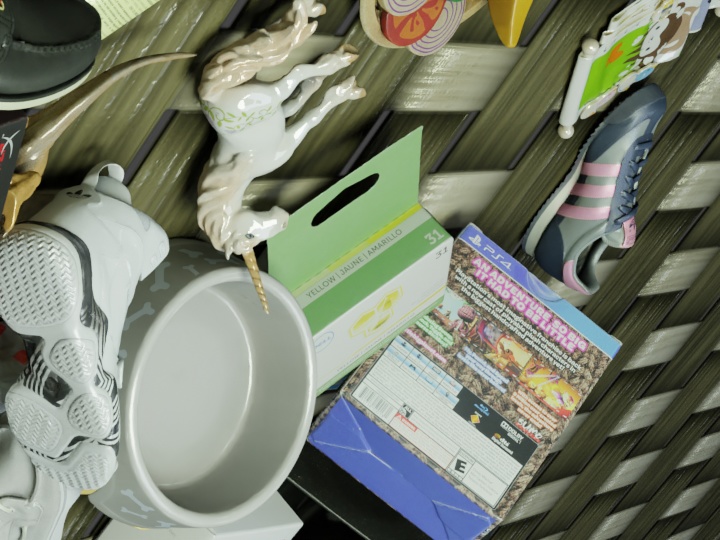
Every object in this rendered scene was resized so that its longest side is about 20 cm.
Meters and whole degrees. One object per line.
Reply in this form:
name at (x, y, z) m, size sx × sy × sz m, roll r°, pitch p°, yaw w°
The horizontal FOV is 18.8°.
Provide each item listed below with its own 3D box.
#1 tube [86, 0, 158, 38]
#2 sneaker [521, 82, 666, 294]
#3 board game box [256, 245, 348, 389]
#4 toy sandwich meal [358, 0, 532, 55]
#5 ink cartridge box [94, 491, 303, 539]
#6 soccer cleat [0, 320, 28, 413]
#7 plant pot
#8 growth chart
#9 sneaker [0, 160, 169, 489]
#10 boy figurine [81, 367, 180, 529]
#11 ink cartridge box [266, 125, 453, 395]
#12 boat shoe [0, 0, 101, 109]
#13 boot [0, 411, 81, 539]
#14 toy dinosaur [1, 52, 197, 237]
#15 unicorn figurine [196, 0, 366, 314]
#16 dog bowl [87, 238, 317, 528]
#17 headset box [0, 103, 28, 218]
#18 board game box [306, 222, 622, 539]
tube at (-0.143, -0.149, 1.150) m, size 0.200 × 0.052 × 0.058 m, roll -36°, pitch 114°, yaw 1°
sneaker at (0.221, -0.067, 1.876) m, size 0.070 × 0.082 × 0.200 m, roll -17°, pitch 145°, yaw -48°
board game box at (-0.041, 0.036, 1.670) m, size 0.135 × 0.034 × 0.200 m, roll -53°, pitch 157°, yaw 19°
toy sandwich meal at (0.086, -0.210, 1.401) m, size 0.205 × 0.070 × 0.205 m, roll -37°, pitch 157°, yaw -18°
ink cartridge box at (-0.161, 0.252, 1.780) m, size 0.200 × 0.084 × 0.145 m, roll -52°, pitch 157°, yaw 17°
soccer cleat at (-0.261, 0.070, 1.308) m, size 0.078 × 0.069 × 0.200 m, roll -48°, pitch 161°, yaw 18°
plant pot at (0.025, 0.219, 1.930) m, size 0.177 × 0.200 × 0.200 m, roll -45°, pitch 162°, yaw -35°
growth chart at (0.238, -0.194, 1.770) m, size 0.200 × 0.018 × 0.145 m, roll -37°, pitch 158°, yaw -15°
sneaker at (-0.162, 0.033, 1.322) m, size 0.115 × 0.075 × 0.200 m, roll -55°, pitch 149°, yaw -46°
boy figurine at (-0.171, 0.124, 1.564) m, size 0.124 × 0.064 × 0.200 m, roll -36°, pitch 154°, yaw -26°
ink cartridge box at (0.000, 0.000, 1.570) m, size 0.145 × 0.048 × 0.200 m, roll -36°, pitch 159°, yaw -20°
boat shoe at (-0.198, -0.124, 1.039) m, size 0.201 × 0.074 × 0.063 m, roll 2°, pitch 136°, yaw -47°
boot at (-0.249, 0.167, 1.484) m, size 0.096 × 0.074 × 0.200 m, roll -39°, pitch 160°, yaw -32°
toy dinosaur at (-0.188, -0.070, 1.214) m, size 0.200 × 0.060 × 0.106 m, roll -40°, pitch -171°, yaw 9°
unicorn figurine at (-0.059, -0.090, 1.381) m, size 0.137 × 0.074 × 0.200 m, roll -40°, pitch 142°, yaw -10°
dog bowl at (-0.108, 0.081, 1.461) m, size 0.200 × 0.059 × 0.201 m, roll -12°, pitch 107°, yaw -45°
headset box at (-0.279, -0.024, 1.080) m, size 0.200 × 0.077 × 0.149 m, roll -23°, pitch 152°, yaw -37°
board game box at (0.082, 0.095, 1.734) m, size 0.200 × 0.159 × 0.097 m, roll -51°, pitch 179°, yaw -32°
